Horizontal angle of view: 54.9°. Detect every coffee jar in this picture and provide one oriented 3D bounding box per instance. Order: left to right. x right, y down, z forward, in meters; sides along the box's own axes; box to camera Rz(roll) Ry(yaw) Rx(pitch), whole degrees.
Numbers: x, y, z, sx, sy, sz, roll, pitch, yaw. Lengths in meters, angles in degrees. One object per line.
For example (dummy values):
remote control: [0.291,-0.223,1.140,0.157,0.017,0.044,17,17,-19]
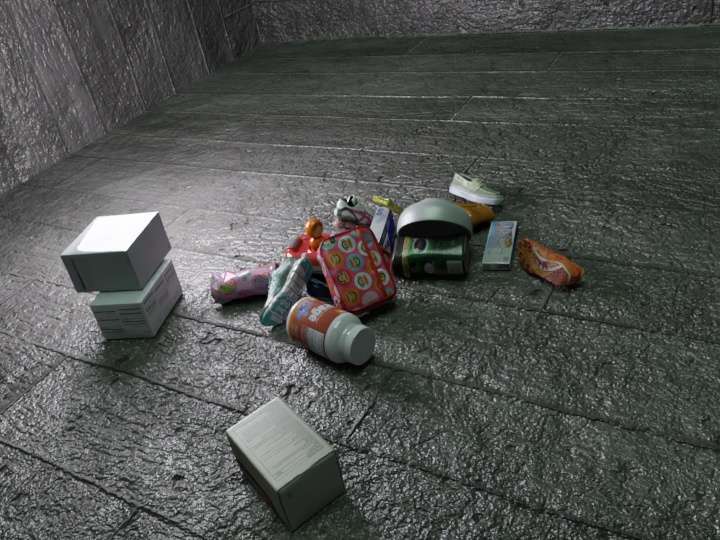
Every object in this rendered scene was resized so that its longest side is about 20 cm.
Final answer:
coffee jar: [0.175,-0.036,1.757,0.195,0.086,0.106,-1,49,17]

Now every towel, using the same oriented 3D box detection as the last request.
towel: [0.127,-0.153,1.882,0.086,0.198,0.018,29,93,58]

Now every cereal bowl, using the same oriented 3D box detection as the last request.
cereal bowl: [0.192,-0.128,1.784,0.195,0.200,0.085,-2,70,16]

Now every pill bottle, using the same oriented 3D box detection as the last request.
pill bottle: [-0.065,0.139,1.557,0.198,0.114,0.112,19,44,40]

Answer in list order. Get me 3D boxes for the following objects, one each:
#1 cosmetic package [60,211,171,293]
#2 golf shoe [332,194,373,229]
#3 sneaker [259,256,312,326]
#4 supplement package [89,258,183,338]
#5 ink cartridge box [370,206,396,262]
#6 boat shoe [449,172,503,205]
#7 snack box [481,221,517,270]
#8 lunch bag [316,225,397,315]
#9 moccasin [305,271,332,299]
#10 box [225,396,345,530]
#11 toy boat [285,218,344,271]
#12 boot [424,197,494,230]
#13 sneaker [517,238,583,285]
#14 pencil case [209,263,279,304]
cosmetic package: [-0.641,-0.050,1.836,0.195,0.125,0.201,-2,33,13]
golf shoe: [-0.010,-0.167,1.975,0.071,0.094,0.199,11,11,23]
sneaker: [-0.201,0.049,1.742,0.090,0.078,0.202,17,65,37]
supplement package: [-0.592,0.074,1.846,0.152,0.113,0.201,-4,33,14]
ink cartridge box: [0.054,-0.080,1.864,0.043,0.096,0.201,-3,34,15]
boat shoe: [0.334,-0.236,2.012,0.071,0.063,0.198,-7,22,-40]
snack box: [0.363,-0.067,1.798,0.070,0.025,0.201,-1,35,20]
lunch bag: [0.000,0.000,1.687,0.173,0.203,0.082,-20,-12,-18]
moccasin: [-0.051,0.035,1.750,0.195,0.069,0.081,-4,33,14]
box: [-0.138,0.347,1.269,0.127,0.111,0.199,-29,36,-25]
toy boat: [-0.116,-0.080,1.890,0.196,0.133,0.131,0,35,20]
boot: [0.277,-0.165,1.953,0.141,0.072,0.201,-14,29,-19]
sneaker: [0.452,-0.017,1.669,0.076,0.074,0.200,-4,30,-29]
pencil case: [-0.302,0.036,1.832,0.195,0.089,0.088,-10,32,6]
